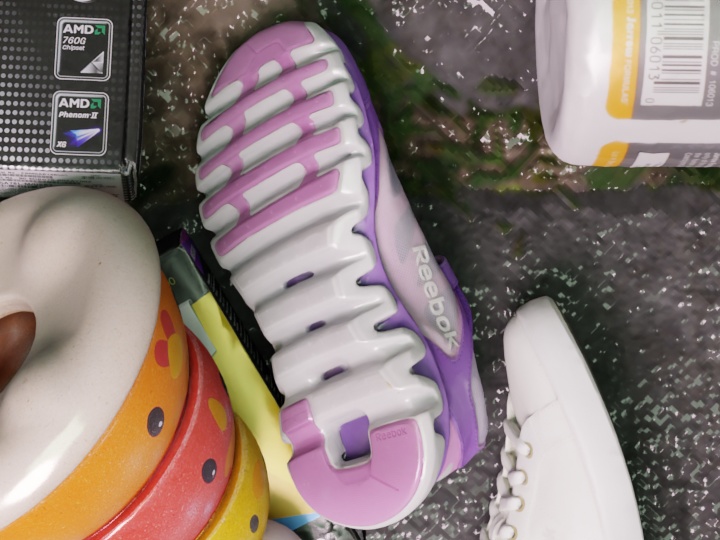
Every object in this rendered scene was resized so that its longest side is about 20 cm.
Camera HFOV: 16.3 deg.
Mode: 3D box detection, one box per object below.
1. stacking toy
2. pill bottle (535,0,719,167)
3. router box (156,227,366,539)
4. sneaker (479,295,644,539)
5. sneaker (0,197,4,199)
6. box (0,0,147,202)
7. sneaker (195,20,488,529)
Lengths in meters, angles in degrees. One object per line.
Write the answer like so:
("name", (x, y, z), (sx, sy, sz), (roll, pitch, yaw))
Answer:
("stacking toy", (-0.081, 0.076, 0.927), (0.146, 0.146, 0.200), (-43, 129, 6))
("pill bottle", (0.170, -0.097, 0.958), (0.199, 0.116, 0.117), (0, 101, -4))
("router box", (-0.119, 0.097, 1.012), (0.200, 0.051, 0.149), (-30, 99, 3))
("sneaker", (0.070, 0.113, 1.015), (0.084, 0.073, 0.201), (-13, 103, -3))
("sneaker", (-0.212, -0.024, 0.966), (0.115, 0.075, 0.200), (29, 77, 6))
("box", (-0.176, -0.125, 0.933), (0.199, 0.048, 0.194), (3, 76, -3))
("sneaker", (0.000, 0.000, 0.993), (0.080, 0.088, 0.201), (-21, 80, 35))
